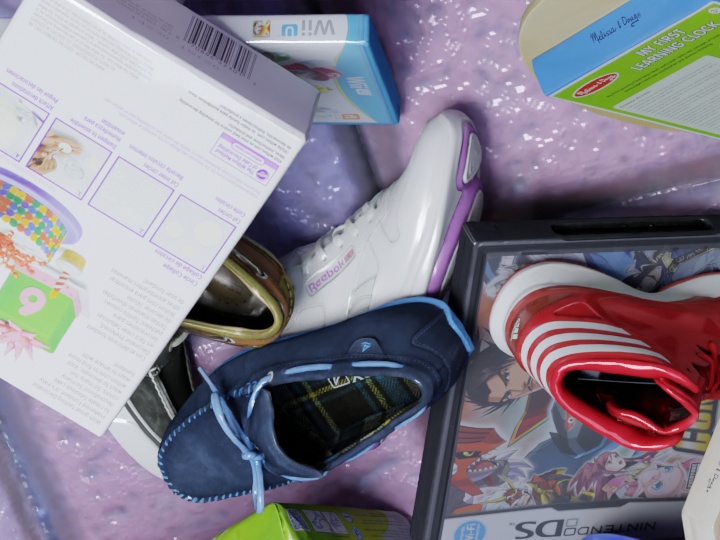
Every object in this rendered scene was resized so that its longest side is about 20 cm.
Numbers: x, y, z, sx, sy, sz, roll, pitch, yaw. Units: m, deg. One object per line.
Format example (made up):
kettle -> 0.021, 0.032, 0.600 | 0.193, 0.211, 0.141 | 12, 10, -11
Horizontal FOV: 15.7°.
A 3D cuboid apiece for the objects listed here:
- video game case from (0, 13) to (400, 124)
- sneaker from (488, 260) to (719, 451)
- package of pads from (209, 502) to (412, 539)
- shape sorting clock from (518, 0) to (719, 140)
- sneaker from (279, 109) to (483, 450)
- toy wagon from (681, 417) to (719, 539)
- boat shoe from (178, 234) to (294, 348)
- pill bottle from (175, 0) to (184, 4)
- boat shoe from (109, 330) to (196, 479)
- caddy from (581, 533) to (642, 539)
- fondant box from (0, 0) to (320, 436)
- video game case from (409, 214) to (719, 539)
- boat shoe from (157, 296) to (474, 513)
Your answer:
video game case -> -0.086, -0.098, 1.301 | 0.198, 0.143, 0.018 | 0, 77, 7
sneaker -> 0.170, 0.056, 1.308 | 0.199, 0.116, 0.079 | 2, 120, -19
package of pads -> -0.071, 0.202, 1.459 | 0.199, 0.154, 0.069 | -33, 69, 23
shape sorting clock -> 0.175, -0.111, 1.254 | 0.198, 0.040, 0.200 | 1, 162, 0
sneaker -> 0.000, 0.000, 1.372 | 0.099, 0.075, 0.201 | 26, 114, 9
toy wagon -> 0.241, 0.120, 1.317 | 0.199, 0.039, 0.156 | 25, 88, -41
boat shoe -> -0.124, -0.020, 1.326 | 0.199, 0.068, 0.072 | 20, 98, -8
pill bottle -> -0.171, -0.195, 1.257 | 0.199, 0.113, 0.113 | 15, 121, -1
boat shoe -> -0.122, 0.026, 1.404 | 0.063, 0.071, 0.201 | -19, 114, 19
caddy -> 0.174, 0.212, 1.424 | 0.141, 0.105, 0.200 | 23, 159, 18
fondant box -> -0.132, -0.037, 1.241 | 0.144, 0.058, 0.200 | 31, 117, -10
video game case -> 0.127, 0.062, 1.384 | 0.179, 0.026, 0.201 | -2, 123, -17
boat shoe -> -0.036, 0.071, 1.341 | 0.200, 0.069, 0.084 | -34, 104, 33
